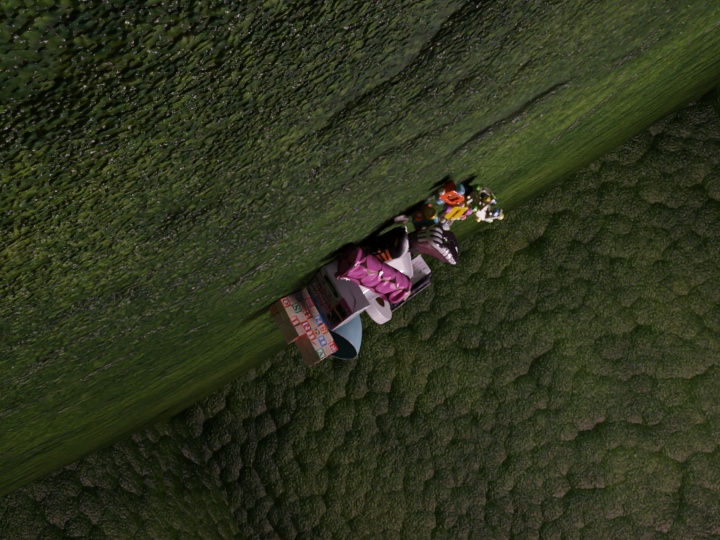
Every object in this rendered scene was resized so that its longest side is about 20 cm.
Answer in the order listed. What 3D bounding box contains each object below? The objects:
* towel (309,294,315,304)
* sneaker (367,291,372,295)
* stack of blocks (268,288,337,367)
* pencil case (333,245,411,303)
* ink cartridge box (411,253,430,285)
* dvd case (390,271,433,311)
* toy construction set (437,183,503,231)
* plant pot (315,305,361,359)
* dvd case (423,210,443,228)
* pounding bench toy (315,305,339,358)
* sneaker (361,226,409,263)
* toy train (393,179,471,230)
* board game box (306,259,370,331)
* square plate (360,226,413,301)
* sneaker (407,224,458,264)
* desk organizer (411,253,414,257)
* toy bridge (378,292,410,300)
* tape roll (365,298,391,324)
[{"bbox_3d":[-0.092,0.064,1.781,0.198,0.037,0.148,-25,-179,-33],"label":"towel"},{"bbox_3d":[0.057,-0.012,1.665,0.200,0.076,0.070,-44,-157,-14],"label":"sneaker"},{"bbox_3d":[-0.160,0.165,1.573,0.058,0.202,0.115,-33,174,36],"label":"stack of blocks"},{"bbox_3d":[0.032,0.016,1.390,0.094,0.198,0.091,-58,-150,6],"label":"pencil case"},{"bbox_3d":[0.144,0.017,1.759,0.115,0.068,0.200,-37,180,-17],"label":"ink cartridge box"},{"bbox_3d":[0.166,0.063,1.766,0.148,0.016,0.200,-38,179,13],"label":"dvd case"},{"bbox_3d":[0.276,-0.155,1.463,0.198,0.133,0.092,-24,141,30],"label":"toy construction set"},{"bbox_3d":[-0.075,0.165,1.730,0.200,0.199,0.136,-40,-159,58],"label":"plant pot"},{"bbox_3d":[0.281,-0.183,1.762,0.199,0.016,0.148,-35,172,30],"label":"dvd case"},{"bbox_3d":[-0.099,0.178,1.861,0.123,0.157,0.200,-29,-144,-5],"label":"pounding bench toy"},{"bbox_3d":[0.051,-0.054,1.402,0.089,0.071,0.200,-7,169,-22],"label":"sneaker"},{"bbox_3d":[0.178,-0.160,1.319,0.198,0.057,0.149,-22,153,40],"label":"toy train"},{"bbox_3d":[-0.064,0.068,1.501,0.064,0.149,0.200,-28,173,-24],"label":"board game box"},{"bbox_3d":[0.054,-0.013,1.572,0.196,0.028,0.202,-30,137,-15],"label":"square plate"},{"bbox_3d":[0.175,-0.066,1.425,0.114,0.077,0.200,-5,161,27],"label":"sneaker"},{"bbox_3d":[0.090,-0.030,1.819,0.199,0.072,0.077,-34,175,32],"label":"desk organizer"},{"bbox_3d":[0.069,0.052,1.690,0.198,0.027,0.067,4,-140,41],"label":"toy bridge"},{"bbox_3d":[0.041,0.089,1.935,0.037,0.205,0.203,-30,174,15],"label":"tape roll"}]
